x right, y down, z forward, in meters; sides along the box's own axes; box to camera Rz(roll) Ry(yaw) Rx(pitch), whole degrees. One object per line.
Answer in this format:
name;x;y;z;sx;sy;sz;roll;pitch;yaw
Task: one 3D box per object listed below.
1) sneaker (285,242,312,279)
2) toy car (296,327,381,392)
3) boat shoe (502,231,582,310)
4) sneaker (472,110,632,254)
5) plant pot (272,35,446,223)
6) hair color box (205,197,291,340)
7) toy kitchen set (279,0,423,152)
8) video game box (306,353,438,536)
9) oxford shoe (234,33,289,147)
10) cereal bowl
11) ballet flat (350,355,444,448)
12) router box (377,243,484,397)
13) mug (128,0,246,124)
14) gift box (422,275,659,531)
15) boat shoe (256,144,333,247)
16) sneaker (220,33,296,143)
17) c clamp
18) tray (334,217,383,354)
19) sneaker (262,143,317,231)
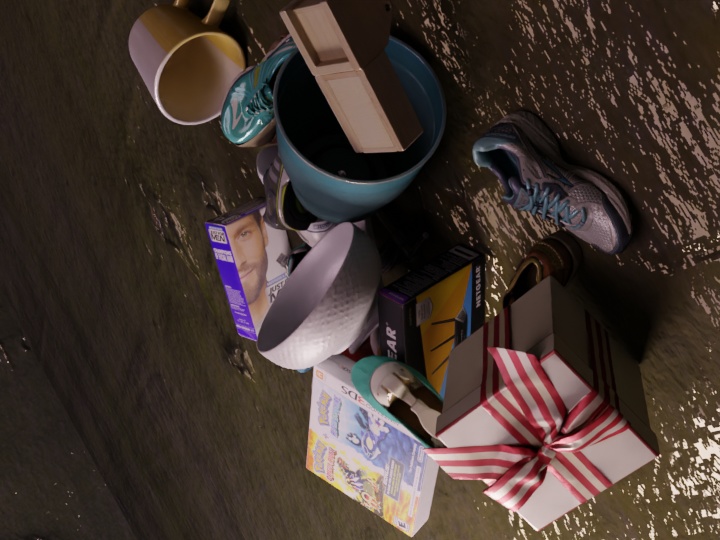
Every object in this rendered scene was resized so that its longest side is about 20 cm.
sneaker;-0.085;-0.006;1.447;0.072;0.080;0.200;56;152;4
toy car;0.037;0.114;1.315;0.185;0.176;0.200;49;133;8
boat shoe;0.194;0.042;1.126;0.072;0.068;0.201;38;140;30
sneaker;0.197;-0.080;1.019;0.200;0.086;0.078;46;144;23
plant pot;-0.012;-0.156;1.167;0.201;0.199;0.188;53;161;12
hair color box;-0.164;-0.003;1.537;0.065;0.109;0.202;10;122;49
toy kitchen set;0.013;-0.261;1.059;0.162;0.200;0.181;6;134;50
video game box;0.015;0.222;1.234;0.181;0.047;0.201;29;133;27
oxford shoe;-0.131;-0.243;1.351;0.071;0.074;0.201;49;144;22
cereal bowl;-0.039;0.042;1.194;0.083;0.201;0.200;36;151;-17
ballet flat;0.063;0.152;1.109;0.200;0.067;0.071;37;167;27
router box;0.093;0.087;1.221;0.051;0.149;0.202;27;134;40
mug;-0.258;-0.333;1.435;0.153;0.186;0.150;46;177;36
gift box;0.179;0.139;1.012;0.200;0.187;0.185;38;117;-12
boat shoe;-0.092;-0.098;1.389;0.202;0.074;0.087;50;152;39
sneaker;-0.124;-0.239;1.273;0.077;0.080;0.200;36;124;-18
c clamp;0.010;-0.079;1.329;0.200;0.027;0.171;50;150;15
tray;0.000;0.000;1.279;0.107;0.022;0.202;-50;42;49
sneaker;-0.095;-0.146;1.297;0.081;0.074;0.202;-10;63;46
